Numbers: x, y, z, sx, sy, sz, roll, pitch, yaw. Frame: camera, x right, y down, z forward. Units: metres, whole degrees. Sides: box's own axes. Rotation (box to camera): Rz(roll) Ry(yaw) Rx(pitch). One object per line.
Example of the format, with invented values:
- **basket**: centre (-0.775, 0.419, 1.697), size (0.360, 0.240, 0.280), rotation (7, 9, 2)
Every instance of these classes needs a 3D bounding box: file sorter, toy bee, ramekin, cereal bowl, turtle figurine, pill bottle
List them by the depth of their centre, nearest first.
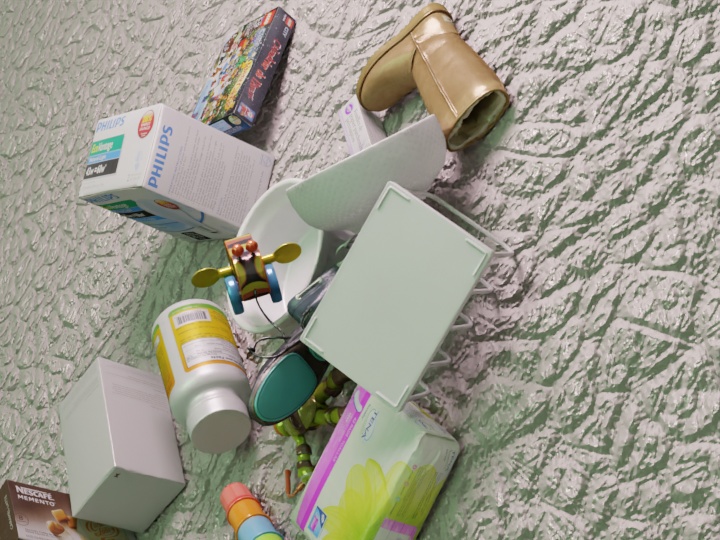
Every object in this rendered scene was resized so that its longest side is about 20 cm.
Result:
- **file sorter**: centre (0.057, 0.028, 1.510), size (0.138, 0.124, 0.202), rotation (35, 103, 19)
- **cereal bowl**: centre (0.016, -0.100, 1.589), size (0.199, 0.199, 0.084), rotation (-24, 94, 45)
- **toy bee**: centre (-0.125, -0.001, 1.638), size (0.199, 0.130, 0.110), rotation (32, 142, 47)
- **turtle figurine**: centre (-0.059, 0.161, 1.674), size (0.160, 0.064, 0.203), rotation (-30, 47, 38)
- **ramekin**: centre (-0.075, -0.006, 1.752), size (0.199, 0.097, 0.203), rotation (-28, 53, 43)
- **pill bottle**: centre (-0.209, 0.143, 1.841), size (0.111, 0.110, 0.201), rotation (-50, 40, 23)

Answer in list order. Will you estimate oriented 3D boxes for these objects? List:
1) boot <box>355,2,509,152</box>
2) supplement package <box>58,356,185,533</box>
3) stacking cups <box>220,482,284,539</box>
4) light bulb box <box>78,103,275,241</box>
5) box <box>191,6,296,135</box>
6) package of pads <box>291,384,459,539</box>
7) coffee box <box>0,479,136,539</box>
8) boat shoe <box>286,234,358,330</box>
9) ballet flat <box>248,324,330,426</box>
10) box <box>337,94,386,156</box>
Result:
- **boot**: centre (0.081, -0.213, 1.679), size (0.176, 0.066, 0.201), rotation (-50, 41, 25)
- **supplement package**: centre (-0.342, 0.248, 1.956), size (0.120, 0.120, 0.201), rotation (-47, 40, 26)
- **stacking cups**: centre (-0.126, 0.327, 1.684), size (0.061, 0.060, 0.200), rotation (-60, 37, 12)
- **light bulb box**: centre (-0.265, -0.135, 1.977), size (0.197, 0.198, 0.127), rotation (-3, 69, 52)
- **box**: centre (-0.179, -0.284, 2.035), size (0.136, 0.038, 0.202), rotation (-17, 46, 48)
- **package of pads**: centre (0.015, 0.239, 1.537), size (0.154, 0.068, 0.202), rotation (37, 104, 54)
- **coffee box**: centre (-0.416, 0.377, 1.922), size (0.080, 0.198, 0.115), rotation (-53, 38, 19)
- **boat shoe**: centre (0.000, 0.000, 1.608), size (0.200, 0.075, 0.062), rotation (-43, 61, -16)
- **ballet flat**: centre (-0.073, 0.106, 1.626), size (0.073, 0.073, 0.200), rotation (0, 43, 52)
- **box**: centre (0.016, -0.139, 1.747), size (0.039, 0.041, 0.202), rotation (-44, 44, 29)
